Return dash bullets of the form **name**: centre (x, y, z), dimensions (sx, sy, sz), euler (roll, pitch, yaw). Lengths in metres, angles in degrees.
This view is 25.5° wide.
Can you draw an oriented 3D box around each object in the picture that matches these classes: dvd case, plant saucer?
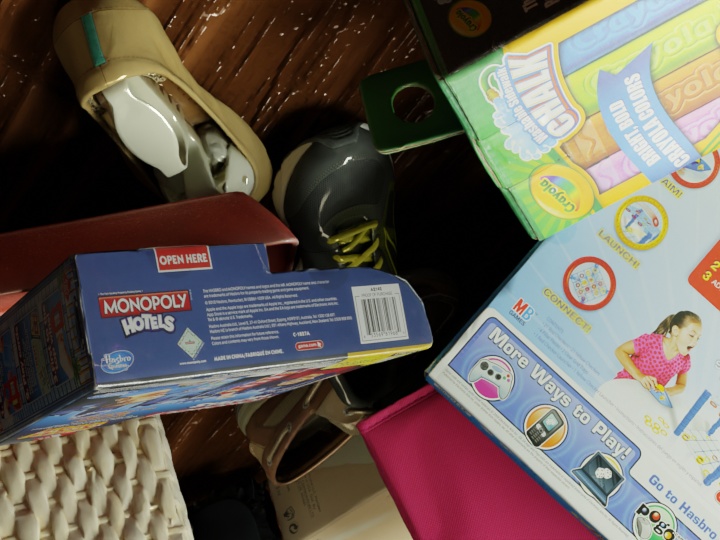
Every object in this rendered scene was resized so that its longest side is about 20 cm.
- **dvd case**: centre (0.114, 0.029, 1.029), dimensions (0.199, 0.018, 0.143), euler (-16, 158, -49)
- **plant saucer**: centre (-0.136, 0.004, 0.855), dimensions (0.197, 0.037, 0.200), euler (-10, 170, -6)

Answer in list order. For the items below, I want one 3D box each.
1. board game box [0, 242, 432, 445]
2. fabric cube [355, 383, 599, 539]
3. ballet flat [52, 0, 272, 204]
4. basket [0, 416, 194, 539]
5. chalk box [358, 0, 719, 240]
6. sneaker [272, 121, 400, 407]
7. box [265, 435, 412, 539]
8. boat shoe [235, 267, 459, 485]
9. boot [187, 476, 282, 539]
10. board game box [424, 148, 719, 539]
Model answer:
- **board game box**: centre (-0.103, 0.039, 0.804), dimensions (0.198, 0.063, 0.199), euler (-4, 170, -41)
- **fabric cube**: centre (0.131, 0.136, 0.943), dimensions (0.195, 0.201, 0.200), euler (-28, 172, 1)
- **ballet flat**: centre (-0.097, -0.064, 0.819), dimensions (0.068, 0.064, 0.200), euler (-26, 146, 11)
- **basket**: centre (-0.202, 0.179, 0.997), dimensions (0.196, 0.201, 0.162), euler (-11, 140, -14)
- **chalk box**: centre (0.095, -0.112, 0.776), dimensions (0.198, 0.126, 0.124), euler (-27, 133, 12)
- **sneaker**: centre (0.000, 0.000, 0.926), dimensions (0.074, 0.085, 0.201), euler (-21, 143, -15)
- **box**: centre (0.037, 0.133, 1.155), dimensions (0.199, 0.078, 0.095), euler (-36, 143, 23)
- **boat shoe**: centre (-0.003, 0.075, 1.057), dimensions (0.075, 0.072, 0.200), euler (14, 134, -40)
- **boot**: centre (-0.134, 0.228, 1.111), dimensions (0.166, 0.201, 0.077), euler (-18, 116, 6)
- **board game box**: centre (0.168, 0.047, 0.819), dimensions (0.196, 0.200, 0.056), euler (-48, 175, -4)
